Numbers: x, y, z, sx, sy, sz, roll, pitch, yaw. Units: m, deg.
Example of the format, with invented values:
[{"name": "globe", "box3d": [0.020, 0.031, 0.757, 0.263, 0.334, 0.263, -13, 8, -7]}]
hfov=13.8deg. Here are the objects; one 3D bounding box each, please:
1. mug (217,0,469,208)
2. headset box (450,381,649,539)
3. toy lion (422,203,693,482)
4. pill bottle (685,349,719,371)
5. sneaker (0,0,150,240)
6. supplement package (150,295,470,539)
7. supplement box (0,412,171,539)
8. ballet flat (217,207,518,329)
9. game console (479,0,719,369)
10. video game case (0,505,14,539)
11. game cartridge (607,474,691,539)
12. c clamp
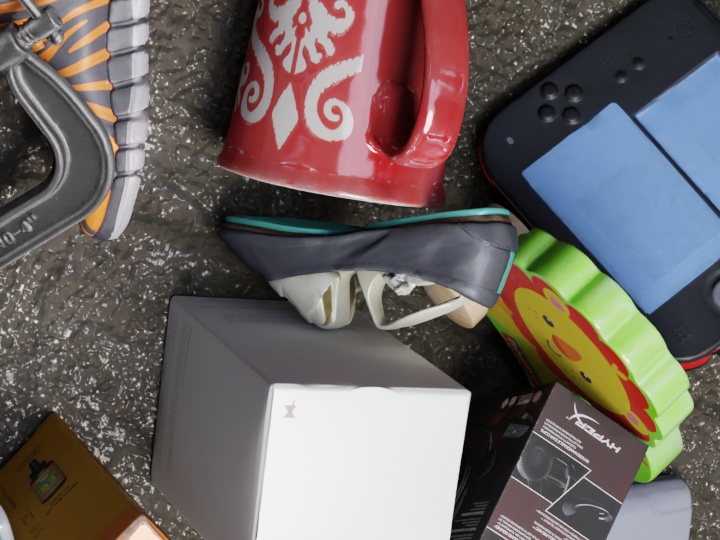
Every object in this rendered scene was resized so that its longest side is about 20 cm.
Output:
[{"name": "mug", "box3d": [0.018, -0.142, 1.693, 0.133, 0.177, 0.201, 2, 100, -55]}, {"name": "headset box", "box3d": [0.065, 0.175, 1.731, 0.077, 0.149, 0.201, 35, 69, -17]}, {"name": "toy lion", "box3d": [0.132, 0.052, 1.748, 0.069, 0.191, 0.200, -42, 124, -14]}, {"name": "pill bottle", "box3d": [0.267, -0.004, 1.845, 0.199, 0.112, 0.112, -17, 109, -15]}, {"name": "sneaker", "box3d": [-0.177, -0.117, 1.679, 0.111, 0.078, 0.201, 0, 99, -12]}, {"name": "supplement package", "box3d": [-0.033, 0.097, 1.709, 0.121, 0.200, 0.120, 3, 102, -20]}, {"name": "supplement box", "box3d": [-0.152, 0.149, 1.678, 0.067, 0.200, 0.069, -45, 116, -4]}, {"name": "ballet flat", "box3d": [0.000, 0.000, 1.707, 0.073, 0.199, 0.074, 2, 88, -57]}, {"name": "game console", "box3d": [0.188, -0.056, 1.785, 0.177, 0.031, 0.200, -38, 73, -7]}, {"name": "video game case", "box3d": [-0.268, 0.230, 1.695, 0.181, 0.023, 0.201, -23, 141, -12]}, {"name": "game cartridge", "box3d": [0.144, 0.233, 1.878, 0.133, 0.041, 0.201, -4, 106, -37]}, {"name": "c clamp", "box3d": [-0.228, -0.076, 1.653, 0.200, 0.027, 0.171, -36, 111, 20]}]
